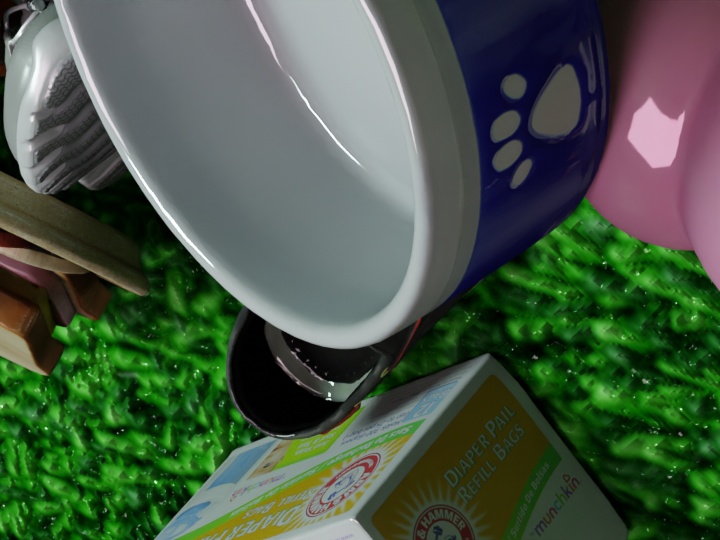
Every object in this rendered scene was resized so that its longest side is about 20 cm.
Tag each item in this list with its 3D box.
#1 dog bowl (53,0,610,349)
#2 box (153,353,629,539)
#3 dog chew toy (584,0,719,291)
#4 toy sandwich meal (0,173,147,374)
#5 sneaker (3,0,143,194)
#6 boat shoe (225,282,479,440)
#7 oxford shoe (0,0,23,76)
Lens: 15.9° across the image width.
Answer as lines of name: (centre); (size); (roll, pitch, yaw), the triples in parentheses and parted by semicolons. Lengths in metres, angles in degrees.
dog bowl: (-0.015, -0.081, 0.820); (0.200, 0.079, 0.201); (40, 147, 33)
box: (-0.001, 0.128, 1.110); (0.101, 0.113, 0.200); (52, 141, -12)
dog chew toy: (0.120, -0.055, 0.825); (0.200, 0.124, 0.125); (28, 141, 32)
toy sandwich meal: (-0.182, -0.014, 1.098); (0.204, 0.071, 0.205); (25, 177, 1)
sneaker: (-0.115, -0.079, 0.989); (0.082, 0.075, 0.200); (53, 175, 2)
boat shoe: (0.002, 0.002, 1.029); (0.074, 0.063, 0.202); (41, 142, 7)
oxford shoe: (-0.192, -0.166, 1.036); (0.073, 0.071, 0.201); (16, 136, 37)
